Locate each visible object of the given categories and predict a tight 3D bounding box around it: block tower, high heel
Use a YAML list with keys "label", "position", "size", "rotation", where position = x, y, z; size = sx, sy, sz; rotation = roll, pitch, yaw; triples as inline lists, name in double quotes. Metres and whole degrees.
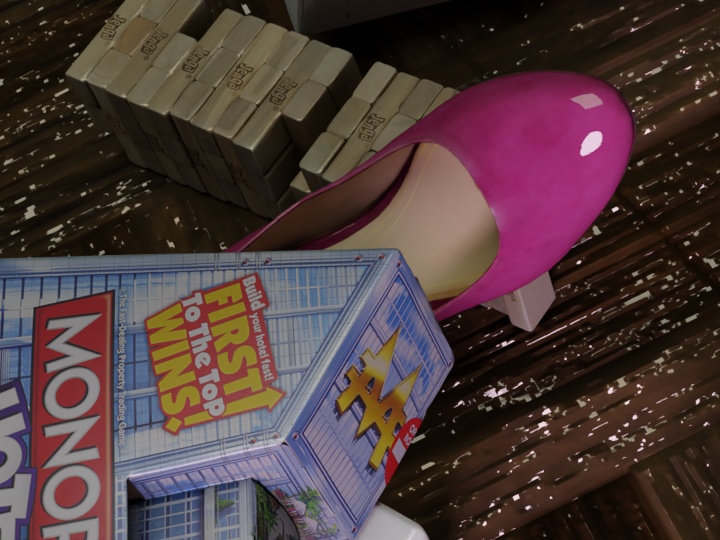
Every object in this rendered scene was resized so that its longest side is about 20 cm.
- label: "block tower"
  position: [-0.010, -0.046, 0.894]
  size: [0.200, 0.054, 0.058]
  rotation: [25, 68, 29]
- label: "high heel"
  position: [0.000, 0.000, 0.790]
  size: [0.067, 0.200, 0.096]
  rotation: [57, 39, 3]

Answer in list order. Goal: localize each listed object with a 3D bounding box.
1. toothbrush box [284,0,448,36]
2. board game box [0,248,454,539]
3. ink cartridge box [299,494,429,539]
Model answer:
- label: "toothbrush box"
  position: [0.017, -0.207, 0.936]
  size: [0.146, 0.085, 0.200]
  rotation: [-14, 67, -7]
- label: "board game box"
  position: [-0.072, 0.072, 0.685]
  size: [0.200, 0.062, 0.200]
  rotation: [-14, 53, 12]
- label: "ink cartridge box"
  position: [-0.080, 0.141, 0.732]
  size: [0.148, 0.086, 0.200]
  rotation: [28, 72, 33]
